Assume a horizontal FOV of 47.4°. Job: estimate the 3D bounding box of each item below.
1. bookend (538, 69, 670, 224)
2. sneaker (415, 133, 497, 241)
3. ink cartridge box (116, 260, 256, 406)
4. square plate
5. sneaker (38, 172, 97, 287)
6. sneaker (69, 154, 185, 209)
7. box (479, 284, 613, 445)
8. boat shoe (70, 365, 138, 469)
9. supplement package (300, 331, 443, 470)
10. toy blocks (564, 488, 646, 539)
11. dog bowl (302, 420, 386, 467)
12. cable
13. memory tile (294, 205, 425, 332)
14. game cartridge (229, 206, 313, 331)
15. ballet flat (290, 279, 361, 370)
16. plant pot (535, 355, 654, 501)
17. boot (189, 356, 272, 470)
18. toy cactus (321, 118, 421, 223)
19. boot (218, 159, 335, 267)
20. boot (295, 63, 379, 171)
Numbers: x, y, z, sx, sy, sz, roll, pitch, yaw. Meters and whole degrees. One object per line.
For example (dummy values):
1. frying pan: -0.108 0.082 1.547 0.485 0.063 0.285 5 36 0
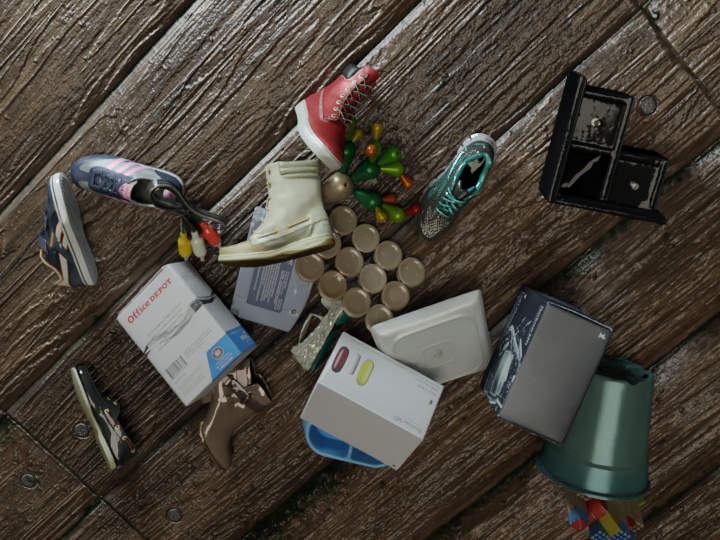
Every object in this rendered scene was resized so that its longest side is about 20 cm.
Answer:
1. bookend: 0.409 -0.196 1.310 0.196 0.092 0.202 11 109 -2
2. sneaker: 0.154 -0.131 1.345 0.077 0.091 0.202 29 108 -7
3. ink cartridge box: -0.301 0.106 1.424 0.144 0.084 0.201 -42 85 14
4. square plate: 0.132 0.138 1.418 0.195 0.029 0.202 -19 133 1
5. sneaker: -0.517 -0.063 1.407 0.078 0.079 0.204 -9 110 0
6. sneaker: -0.397 -0.147 1.370 0.196 0.082 0.071 8 109 0
7. box: 0.301 0.148 1.358 0.122 0.197 0.203 22 96 -4
8. boat shoe: -0.480 0.266 1.529 0.062 0.073 0.204 -26 97 -26
9. supplement package: 0.017 0.228 1.416 0.198 0.112 0.156 27 145 1
10. toy blocks: 0.443 0.437 1.488 0.198 0.138 0.100 34 121 -16
11. dog bowl: -0.013 0.303 1.522 0.196 0.050 0.113 13 109 -3
12. cable: -0.280 -0.084 1.357 0.096 0.051 0.201 -20 151 -1
13. memory tile: 0.000 0.000 1.395 0.199 0.017 0.154 37 74 -6
14. game cartridge: -0.144 0.001 1.434 0.131 0.041 0.203 17 109 0
15. ballet flat: -0.057 0.085 1.440 0.071 0.072 0.201 34 100 -9
16. plant pot: 0.419 0.261 1.423 0.196 0.200 0.200 8 101 0
17. boot: -0.229 0.258 1.508 0.144 0.070 0.203 -20 107 7
18. toy cactus: -0.002 -0.150 1.354 0.163 0.103 0.201 -26 115 21
19. boot: -0.147 -0.093 1.350 0.196 0.072 0.158 -12 82 10
20. boot: -0.024 -0.246 1.261 0.143 0.201 0.072 -35 126 13
